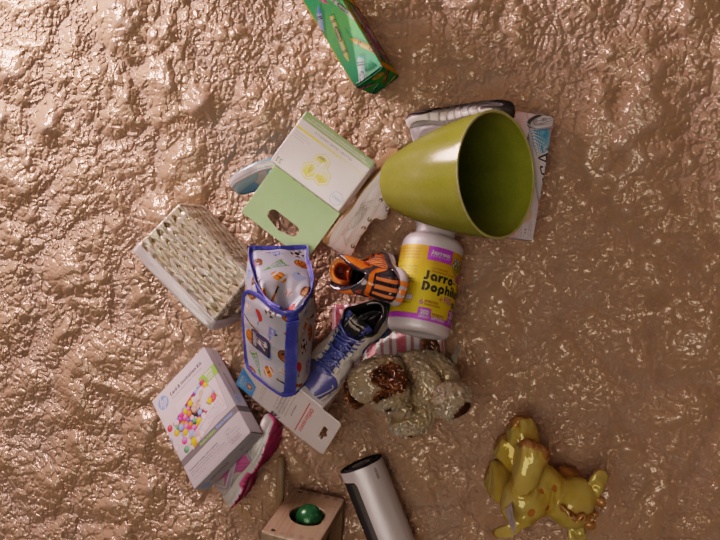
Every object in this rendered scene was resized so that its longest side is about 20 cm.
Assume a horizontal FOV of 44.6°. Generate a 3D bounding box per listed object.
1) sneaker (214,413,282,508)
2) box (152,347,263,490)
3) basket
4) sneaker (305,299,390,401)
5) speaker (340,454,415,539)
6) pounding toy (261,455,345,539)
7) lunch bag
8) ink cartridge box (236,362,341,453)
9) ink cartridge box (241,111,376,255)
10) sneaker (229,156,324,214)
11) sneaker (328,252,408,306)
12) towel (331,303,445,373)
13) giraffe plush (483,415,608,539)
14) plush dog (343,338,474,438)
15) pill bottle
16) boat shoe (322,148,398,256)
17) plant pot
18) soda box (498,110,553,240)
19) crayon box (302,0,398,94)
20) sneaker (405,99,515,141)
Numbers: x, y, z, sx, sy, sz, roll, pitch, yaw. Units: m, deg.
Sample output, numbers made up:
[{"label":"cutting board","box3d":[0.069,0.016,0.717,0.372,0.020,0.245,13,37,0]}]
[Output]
[{"label":"sneaker","box3d":[-0.214,0.330,1.580,0.088,0.081,0.201,36,106,11]},{"label":"box","box3d":[-0.277,0.263,1.574,0.156,0.041,0.200,-45,56,15]},{"label":"basket","box3d":[-0.271,-0.011,1.541,0.200,0.136,0.123,45,101,8]},{"label":"sneaker","box3d":[-0.025,0.113,1.437,0.081,0.115,0.199,43,83,16]},{"label":"speaker","box3d":[0.038,0.427,1.523,0.081,0.081,0.201,-22,90,16]},{"label":"pounding toy","box3d":[-0.114,0.463,1.529,0.141,0.184,0.201,9,106,14]},{"label":"lunch bag","box3d":[-0.129,0.077,1.400,0.123,0.200,0.171,-3,123,-12]},{"label":"ink cartridge box","box3d":[-0.110,0.212,1.525,0.200,0.068,0.116,38,137,9]},{"label":"ink cartridge box","box3d":[-0.089,-0.138,1.450,0.145,0.048,0.200,37,91,4]},{"label":"sneaker","box3d":[-0.125,-0.133,1.516,0.199,0.079,0.131,-16,90,17]},{"label":"sneaker","box3d":[0.000,0.000,1.424,0.111,0.200,0.078,15,93,-16]},{"label":"towel","box3d":[0.049,0.129,1.521,0.199,0.030,0.147,0,96,13]},{"label":"giraffe plush","box3d":[0.306,0.350,1.410,0.161,0.201,0.173,13,132,-10]},{"label":"plush dog","box3d":[0.062,0.178,1.416,0.200,0.171,0.161,-37,54,53]},{"label":"pill bottle","box3d":[0.110,0.006,1.436,0.104,0.104,0.201,8,80,15]},{"label":"boat shoe","box3d":[0.018,-0.113,1.489,0.069,0.071,0.200,35,99,-14]},{"label":"plant pot","box3d":[0.132,-0.140,1.346,0.199,0.186,0.188,1,96,46]},{"label":"soda box","box3d":[0.252,-0.151,1.407,0.068,0.064,0.201,7,98,-10]},{"label":"crayon box","box3d":[-0.021,-0.393,1.441,0.058,0.119,0.201,-31,86,16]},{"label":"sneaker","box3d":[0.168,-0.210,1.420,0.199,0.075,0.116,2,108,42]}]
